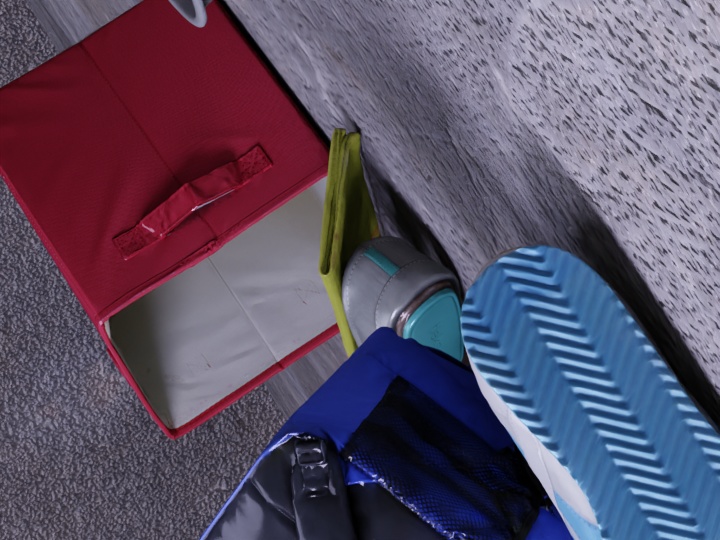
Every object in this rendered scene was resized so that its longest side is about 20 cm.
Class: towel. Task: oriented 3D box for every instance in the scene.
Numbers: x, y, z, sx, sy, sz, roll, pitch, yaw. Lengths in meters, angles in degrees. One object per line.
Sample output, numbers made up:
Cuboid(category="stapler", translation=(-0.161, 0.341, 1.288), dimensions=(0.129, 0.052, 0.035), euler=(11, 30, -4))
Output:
Cuboid(category="towel", translation=(0.000, 0.000, 1.317), dimensions=(0.200, 0.018, 0.086), euler=(73, -160, -68))

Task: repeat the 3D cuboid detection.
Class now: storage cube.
Cuboid(category="storage cube", translation=(-0.110, -0.038, 1.463), dimensions=(0.180, 0.171, 0.200), euler=(54, 174, 27))

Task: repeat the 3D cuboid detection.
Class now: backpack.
Cuboid(category="backpack", translation=(0.046, 0.134, 0.962), dimensions=(0.200, 0.168, 0.163), euler=(39, 130, 6))

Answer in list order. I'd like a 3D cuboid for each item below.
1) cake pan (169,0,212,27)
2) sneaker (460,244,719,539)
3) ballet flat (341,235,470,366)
Cuboid(category="cake pan", translation=(-0.124, -0.222, 1.258), dimensions=(0.201, 0.037, 0.200), euler=(55, 174, 9))
Cuboid(category="sneaker", translation=(0.106, 0.077, 0.883), dimensions=(0.200, 0.076, 0.081), euler=(61, -175, -2))
Cuboid(category="ballet flat", translation=(0.031, 0.050, 1.296), dimensions=(0.064, 0.067, 0.200), euler=(38, 159, 31))
